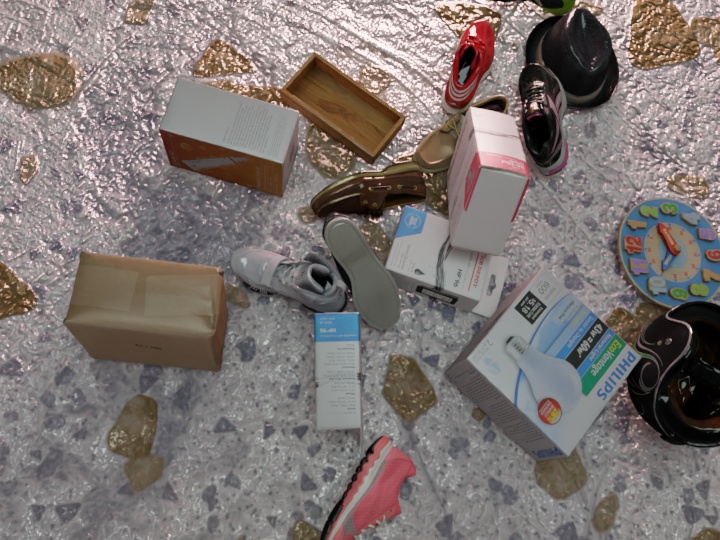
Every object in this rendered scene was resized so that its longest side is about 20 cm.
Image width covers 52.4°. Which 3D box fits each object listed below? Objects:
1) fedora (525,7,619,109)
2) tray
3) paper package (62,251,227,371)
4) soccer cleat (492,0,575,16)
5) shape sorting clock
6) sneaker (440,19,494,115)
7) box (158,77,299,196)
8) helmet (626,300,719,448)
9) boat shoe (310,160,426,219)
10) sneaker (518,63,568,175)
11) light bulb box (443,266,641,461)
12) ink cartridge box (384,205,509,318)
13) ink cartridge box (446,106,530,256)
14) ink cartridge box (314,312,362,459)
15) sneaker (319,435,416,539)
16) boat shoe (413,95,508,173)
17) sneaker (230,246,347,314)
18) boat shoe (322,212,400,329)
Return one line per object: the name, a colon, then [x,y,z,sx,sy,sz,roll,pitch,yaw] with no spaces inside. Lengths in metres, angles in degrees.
fedora: [0.395,-0.396,1.320,0.198,0.092,0.203,2,71,-6]
tray: [-0.031,-0.280,1.265,0.199,0.037,0.099,36,72,7]
paper package: [-0.292,0.065,1.037,0.197,0.191,0.105,6,66,-5]
soccer cleat: [0.309,-0.534,1.363,0.197,0.081,0.068,14,70,-1]
shape sorting clock: [0.530,-0.031,1.242,0.197,0.039,0.203,2,72,-6]
sneaker: [0.203,-0.379,1.281,0.077,0.116,0.202,16,71,0]
box: [-0.206,-0.211,1.175,0.198,0.125,0.099,16,71,0]
helmet: [0.498,0.152,1.097,0.197,0.191,0.203,3,107,10]
boat shoe: [0.017,-0.121,1.198,0.198,0.072,0.068,-17,72,-14]
sneaker: [0.311,-0.271,1.257,0.080,0.086,0.203,-19,69,28]
light bulb box: [0.271,0.144,1.103,0.200,0.125,0.198,42,72,5]
ink cartridge box: [0.144,-0.012,1.177,0.198,0.068,0.117,19,71,0]
ink cartridge box: [0.193,-0.143,1.142,0.082,0.148,0.201,11,37,-4]
ink cartridge box: [-0.031,0.163,1.057,0.066,0.116,0.203,-1,86,0]
sneaker: [0.013,0.340,1.042,0.086,0.074,0.201,32,71,3]
boat shoe: [0.174,-0.241,1.258,0.199,0.066,0.074,-38,79,-16]
sneaker: [-0.108,0.004,1.118,0.198,0.115,0.076,24,70,2]
boat shoe: [0.000,0.000,1.124,0.073,0.060,0.201,-32,113,2]
